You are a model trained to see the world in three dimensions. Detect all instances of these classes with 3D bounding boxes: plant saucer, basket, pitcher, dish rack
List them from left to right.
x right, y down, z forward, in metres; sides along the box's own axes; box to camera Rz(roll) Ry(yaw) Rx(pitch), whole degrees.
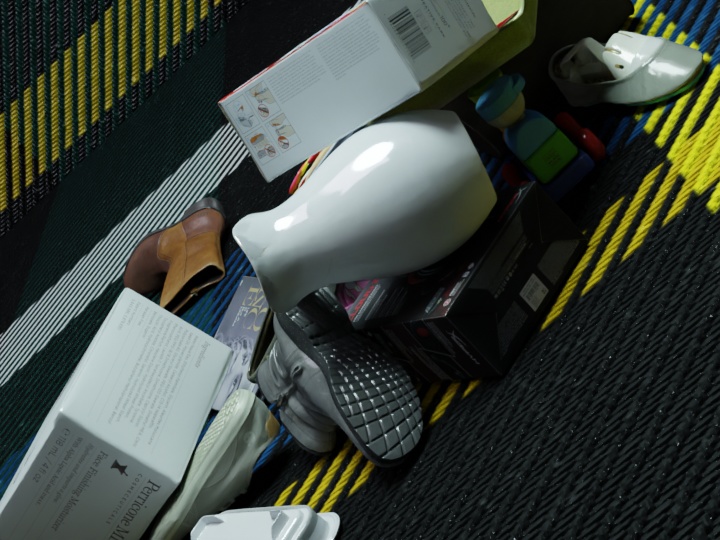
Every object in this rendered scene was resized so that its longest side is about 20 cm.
[{"bbox_3d":[-0.115,0.256,1.317,0.199,0.044,0.172,-18,33,57],"label":"dish rack"},{"bbox_3d":[0.004,-0.049,1.323,0.198,0.122,0.172,-27,6,2],"label":"pitcher"},{"bbox_3d":[0.099,-0.234,1.497,0.199,0.048,0.201,-33,34,38],"label":"plant saucer"},{"bbox_3d":[0.149,-0.227,1.616,0.201,0.180,0.136,-55,25,-2],"label":"basket"}]

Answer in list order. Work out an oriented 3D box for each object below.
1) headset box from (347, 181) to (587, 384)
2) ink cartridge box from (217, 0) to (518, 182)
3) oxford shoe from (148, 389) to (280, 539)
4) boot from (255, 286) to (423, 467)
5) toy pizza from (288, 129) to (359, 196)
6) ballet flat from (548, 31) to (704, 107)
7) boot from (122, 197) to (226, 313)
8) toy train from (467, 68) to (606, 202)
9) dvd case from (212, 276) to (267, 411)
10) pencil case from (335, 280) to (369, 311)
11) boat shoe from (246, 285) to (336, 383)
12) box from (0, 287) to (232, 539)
[{"bbox_3d":[0.075,0.016,1.366,0.149,0.075,0.199,-54,20,-24],"label":"headset box"},{"bbox_3d":[0.008,-0.178,1.358,0.199,0.084,0.175,-27,10,43],"label":"ink cartridge box"},{"bbox_3d":[-0.136,0.198,1.480,0.201,0.057,0.075,-55,16,20],"label":"oxford shoe"},{"bbox_3d":[-0.018,0.113,1.359,0.201,0.069,0.133,57,148,36],"label":"boot"},{"bbox_3d":[-0.022,-0.142,1.788,0.201,0.032,0.200,-52,-3,-4],"label":"toy pizza"},{"bbox_3d":[0.233,-0.186,1.478,0.068,0.064,0.200,-50,19,-15],"label":"ballet flat"},{"bbox_3d":[-0.247,0.012,2.152,0.187,0.069,0.201,-32,28,14],"label":"boot"},{"bbox_3d":[0.141,-0.137,1.489,0.085,0.116,0.200,-42,18,6],"label":"toy train"},{"bbox_3d":[-0.118,0.078,1.691,0.150,0.016,0.200,-65,22,-8],"label":"dvd case"},{"bbox_3d":[0.000,0.000,1.560,0.200,0.082,0.087,-134,64,-71],"label":"pencil case"},{"bbox_3d":[-0.062,0.027,1.502,0.072,0.059,0.204,-106,24,-54],"label":"boat shoe"},{"bbox_3d":[-0.240,0.166,1.566,0.200,0.130,0.201,-54,10,35],"label":"box"}]
